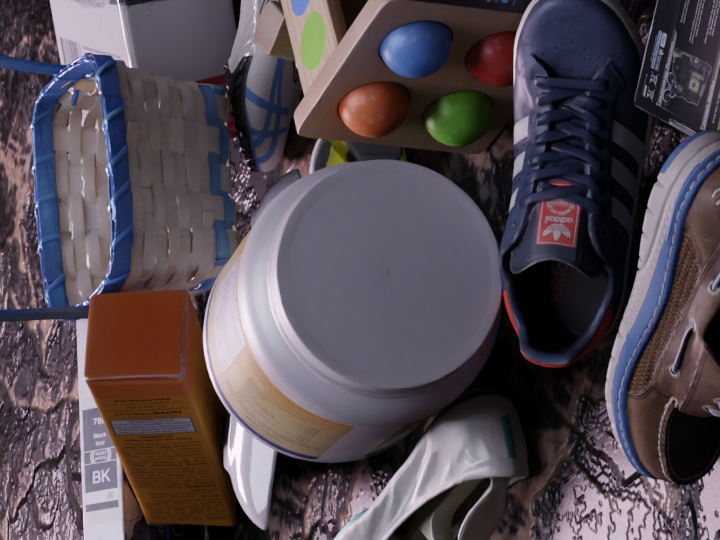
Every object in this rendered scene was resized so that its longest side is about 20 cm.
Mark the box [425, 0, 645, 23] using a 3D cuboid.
[{"bbox_3d":[0.055,-0.209,1.551,0.122,0.199,0.106,60,138,47],"label":"box"}]

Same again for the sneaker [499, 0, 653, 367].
[{"bbox_3d":[0.106,-0.043,1.528,0.085,0.075,0.201,-53,-37,-62],"label":"sneaker"}]

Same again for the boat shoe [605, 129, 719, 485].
[{"bbox_3d":[0.167,0.034,1.433,0.072,0.072,0.201,38,143,36],"label":"boat shoe"}]

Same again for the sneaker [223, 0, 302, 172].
[{"bbox_3d":[-0.049,-0.146,1.918,0.072,0.072,0.201,-107,18,-51],"label":"sneaker"}]

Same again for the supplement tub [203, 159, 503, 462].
[{"bbox_3d":[-0.003,0.022,1.645,0.200,0.144,0.145,134,136,-73],"label":"supplement tub"}]

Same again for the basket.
[{"bbox_3d":[-0.181,-0.048,1.889,0.139,0.199,0.177,-29,59,56],"label":"basket"}]

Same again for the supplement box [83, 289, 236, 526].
[{"bbox_3d":[-0.122,0.090,1.899,0.200,0.068,0.067,73,-165,-57],"label":"supplement box"}]

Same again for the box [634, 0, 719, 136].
[{"bbox_3d":[0.206,-0.151,1.433,0.160,0.043,0.201,36,118,59],"label":"box"}]

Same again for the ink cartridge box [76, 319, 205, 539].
[{"bbox_3d":[-0.148,0.103,2.028,0.039,0.099,0.201,-13,74,29],"label":"ink cartridge box"}]

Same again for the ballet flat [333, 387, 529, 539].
[{"bbox_3d":[0.035,0.148,1.709,0.200,0.069,0.070,-55,40,40],"label":"ballet flat"}]

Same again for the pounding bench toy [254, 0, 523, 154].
[{"bbox_3d":[0.015,-0.134,1.718,0.200,0.124,0.157,-53,42,47],"label":"pounding bench toy"}]

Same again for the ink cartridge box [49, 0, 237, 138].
[{"bbox_3d":[-0.151,-0.188,2.035,0.144,0.083,0.201,21,124,62],"label":"ink cartridge box"}]

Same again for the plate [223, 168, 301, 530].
[{"bbox_3d":[-0.061,0.043,1.857,0.200,0.032,0.201,-103,20,-82],"label":"plate"}]

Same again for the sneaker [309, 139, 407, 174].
[{"bbox_3d":[0.000,0.000,1.806,0.085,0.074,0.201,-94,10,-77],"label":"sneaker"}]
